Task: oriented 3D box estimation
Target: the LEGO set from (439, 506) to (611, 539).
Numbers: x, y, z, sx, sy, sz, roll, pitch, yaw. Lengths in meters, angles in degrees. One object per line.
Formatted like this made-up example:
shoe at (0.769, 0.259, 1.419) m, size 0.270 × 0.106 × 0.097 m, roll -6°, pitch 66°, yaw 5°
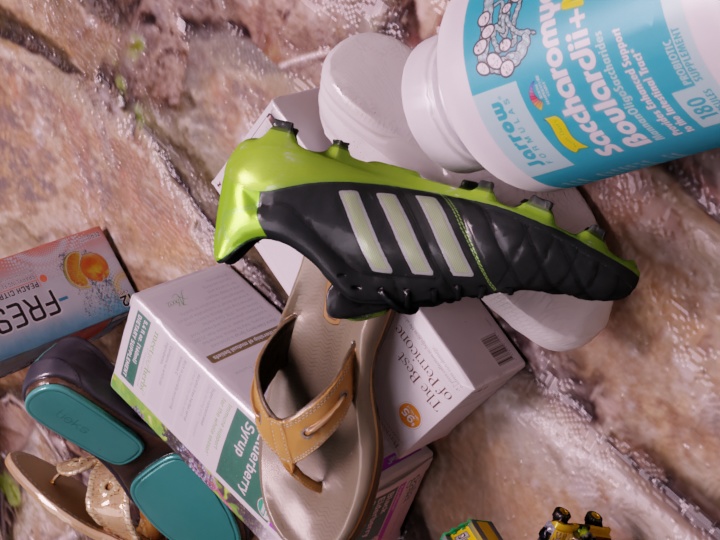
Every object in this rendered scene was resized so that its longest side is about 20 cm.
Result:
LEGO set at (0.085, 0.233, 0.772) m, size 0.200 × 0.154 × 0.116 m, roll -58°, pitch 34°, yaw 16°

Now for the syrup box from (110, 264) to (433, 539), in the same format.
syrup box at (-0.058, 0.091, 0.927) m, size 0.200 × 0.081 × 0.079 m, roll 42°, pitch 132°, yaw 27°

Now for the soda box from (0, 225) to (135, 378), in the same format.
soda box at (-0.248, 0.036, 1.005) m, size 0.064 × 0.200 × 0.068 m, roll -34°, pitch 82°, yaw 46°

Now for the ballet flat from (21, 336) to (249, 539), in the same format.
ballet flat at (-0.142, 0.115, 1.016) m, size 0.073 × 0.073 × 0.200 m, roll -14°, pitch 129°, yaw 46°

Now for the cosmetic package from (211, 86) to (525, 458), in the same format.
cosmetic package at (0.000, 0.000, 0.857) m, size 0.200 × 0.051 × 0.083 m, roll 55°, pitch 136°, yaw 14°

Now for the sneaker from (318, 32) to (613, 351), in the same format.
sneaker at (0.051, -0.032, 0.793) m, size 0.200 × 0.075 × 0.089 m, roll 50°, pitch 154°, yaw 14°

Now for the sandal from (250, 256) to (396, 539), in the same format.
sandal at (-0.026, 0.060, 0.812) m, size 0.080 × 0.054 × 0.200 m, roll 21°, pitch 109°, yaw 35°

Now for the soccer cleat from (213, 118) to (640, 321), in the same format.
soccer cleat at (0.028, -0.008, 0.709) m, size 0.200 × 0.068 × 0.081 m, roll 17°, pitch 91°, yaw 6°

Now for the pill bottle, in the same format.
pill bottle at (0.111, -0.098, 0.667) m, size 0.200 × 0.111 × 0.111 m, roll -16°, pitch 94°, yaw 46°

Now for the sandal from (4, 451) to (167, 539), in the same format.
sandal at (-0.157, 0.171, 1.083) m, size 0.212 × 0.078 × 0.070 m, roll 37°, pitch 97°, yaw 20°
